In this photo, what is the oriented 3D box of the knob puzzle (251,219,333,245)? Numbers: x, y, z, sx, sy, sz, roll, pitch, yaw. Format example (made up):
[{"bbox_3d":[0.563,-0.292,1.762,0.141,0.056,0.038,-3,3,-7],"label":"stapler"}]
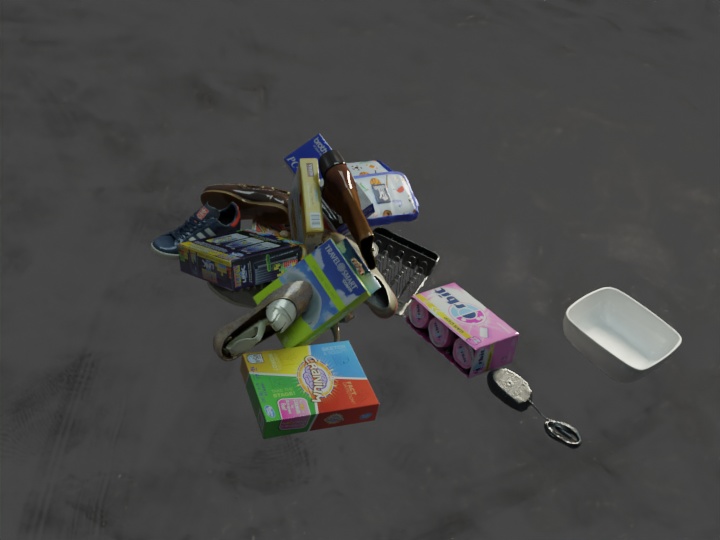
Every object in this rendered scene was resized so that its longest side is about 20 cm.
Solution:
[{"bbox_3d":[-0.142,-0.096,1.707,0.214,0.031,0.222,9,37,-7],"label":"knob puzzle"}]

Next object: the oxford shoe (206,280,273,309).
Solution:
[{"bbox_3d":[-0.192,0.037,1.495,0.196,0.059,0.076,21,41,13],"label":"oxford shoe"}]

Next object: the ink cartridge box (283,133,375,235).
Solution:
[{"bbox_3d":[-0.063,-0.173,1.638,0.093,0.044,0.201,-34,68,-6],"label":"ink cartridge box"}]

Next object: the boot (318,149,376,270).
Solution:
[{"bbox_3d":[-0.007,-0.092,1.466,0.067,0.189,0.203,-21,63,-10],"label":"boot"}]

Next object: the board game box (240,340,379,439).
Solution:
[{"bbox_3d":[-0.086,0.193,1.342,0.196,0.041,0.154,-5,41,-24],"label":"board game box"}]

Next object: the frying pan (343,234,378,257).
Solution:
[{"bbox_3d":[-0.056,-0.030,1.614,0.186,0.032,0.116,-15,31,-5],"label":"frying pan"}]

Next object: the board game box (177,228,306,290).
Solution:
[{"bbox_3d":[-0.219,-0.023,1.495,0.163,0.058,0.198,-16,20,-36],"label":"board game box"}]

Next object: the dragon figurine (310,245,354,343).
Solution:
[{"bbox_3d":[-0.063,0.058,1.487,0.098,0.205,0.058,1,-9,37],"label":"dragon figurine"}]

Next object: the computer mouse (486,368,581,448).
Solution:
[{"bbox_3d":[0.303,0.246,1.425,0.199,0.034,0.058,41,45,21],"label":"computer mouse"}]

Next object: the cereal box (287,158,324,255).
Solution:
[{"bbox_3d":[-0.107,-0.106,1.548,0.039,0.200,0.147,-3,72,-13],"label":"cereal box"}]

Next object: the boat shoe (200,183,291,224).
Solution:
[{"bbox_3d":[-0.233,-0.147,1.692,0.195,0.071,0.071,13,49,5],"label":"boat shoe"}]

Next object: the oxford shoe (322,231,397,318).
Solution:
[{"bbox_3d":[0.000,0.000,1.526,0.070,0.075,0.200,-43,79,-4],"label":"oxford shoe"}]

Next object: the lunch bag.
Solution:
[{"bbox_3d":[0.012,-0.158,1.744,0.167,0.126,0.200,-9,34,-27],"label":"lunch bag"}]

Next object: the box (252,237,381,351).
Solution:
[{"bbox_3d":[-0.076,0.040,1.421,0.198,0.048,0.123,-37,72,0],"label":"box"}]

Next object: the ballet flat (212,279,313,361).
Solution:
[{"bbox_3d":[-0.160,0.092,1.359,0.198,0.068,0.067,-35,24,5],"label":"ballet flat"}]

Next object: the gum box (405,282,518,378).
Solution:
[{"bbox_3d":[0.184,0.105,1.512,0.112,0.067,0.200,-13,37,-33],"label":"gum box"}]

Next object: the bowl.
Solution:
[{"bbox_3d":[0.508,0.134,1.599,0.198,0.076,0.199,-22,50,-38],"label":"bowl"}]

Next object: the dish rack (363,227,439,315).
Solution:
[{"bbox_3d":[0.057,0.005,1.626,0.151,0.055,0.200,24,38,14],"label":"dish rack"}]

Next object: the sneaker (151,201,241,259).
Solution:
[{"bbox_3d":[-0.320,-0.087,1.586,0.198,0.086,0.075,-23,50,-40],"label":"sneaker"}]
